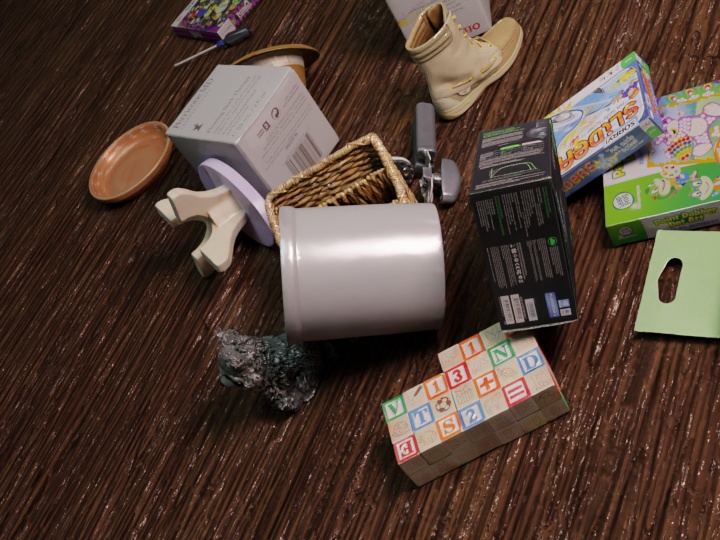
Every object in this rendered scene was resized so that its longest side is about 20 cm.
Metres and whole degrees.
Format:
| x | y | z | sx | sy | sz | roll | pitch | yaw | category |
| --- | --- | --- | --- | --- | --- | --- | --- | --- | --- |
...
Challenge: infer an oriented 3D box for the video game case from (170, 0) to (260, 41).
| x | y | z | sx | sy | sz | roll | pitch | yaw | category |
| --- | --- | --- | --- | --- | --- | --- | --- | --- | --- |
| -0.313 | -0.593 | 2.028 | 0.198 | 0.036 | 0.183 | 22 | 70 | 44 | video game case |

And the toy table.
| x | y | z | sx | sy | sz | roll | pitch | yaw | category |
| --- | --- | --- | --- | --- | --- | --- | --- | --- | --- |
| -0.228 | -0.083 | 1.427 | 0.117 | 0.186 | 0.199 | -38 | 43 | -20 | toy table |

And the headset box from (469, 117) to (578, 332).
| x | y | z | sx | sy | sz | roll | pitch | yaw | category |
| --- | --- | --- | --- | --- | --- | --- | --- | --- | --- |
| 0.193 | -0.060 | 1.053 | 0.091 | 0.177 | 0.201 | -9 | 25 | 16 | headset box |

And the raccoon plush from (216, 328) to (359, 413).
| x | y | z | sx | sy | sz | roll | pitch | yaw | category |
| --- | --- | --- | --- | --- | --- | --- | --- | --- | --- |
| -0.103 | 0.090 | 1.203 | 0.201 | 0.134 | 0.096 | -49 | 42 | -12 | raccoon plush |

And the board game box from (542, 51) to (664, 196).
| x | y | z | sx | sy | sz | roll | pitch | yaw | category |
| --- | --- | --- | --- | --- | --- | --- | --- | --- | --- |
| 0.293 | -0.176 | 1.178 | 0.199 | 0.034 | 0.137 | -36 | 34 | 35 | board game box |

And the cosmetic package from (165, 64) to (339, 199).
| x | y | z | sx | sy | sz | roll | pitch | yaw | category |
| --- | --- | --- | --- | --- | --- | --- | --- | --- | --- |
| -0.180 | -0.224 | 1.511 | 0.198 | 0.167 | 0.169 | 13 | 62 | 43 | cosmetic package |

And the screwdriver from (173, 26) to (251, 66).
| x | y | z | sx | sy | sz | roll | pitch | yaw | category |
| --- | --- | --- | --- | --- | --- | --- | --- | --- | --- |
| -0.320 | -0.474 | 1.931 | 0.196 | 0.028 | 0.029 | -20 | 16 | 16 | screwdriver |

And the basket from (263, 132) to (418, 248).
| x | y | z | sx | sy | sz | roll | pitch | yaw | category |
| --- | --- | --- | --- | --- | --- | --- | --- | --- | --- |
| -0.019 | -0.062 | 1.268 | 0.197 | 0.150 | 0.144 | -26 | 42 | 12 | basket |

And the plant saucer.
| x | y | z | sx | sy | sz | roll | pitch | yaw | category |
| --- | --- | --- | --- | --- | --- | --- | --- | --- | --- |
| -0.448 | -0.208 | 1.786 | 0.197 | 0.038 | 0.203 | -19 | 46 | 21 | plant saucer |

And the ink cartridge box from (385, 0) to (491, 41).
| x | y | z | sx | sy | sz | roll | pitch | yaw | category |
| --- | --- | --- | --- | --- | --- | --- | --- | --- | --- |
| 0.118 | -0.491 | 1.509 | 0.143 | 0.201 | 0.147 | -17 | 43 | 21 | ink cartridge box |

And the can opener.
| x | y | z | sx | sy | sz | roll | pitch | yaw | category |
| --- | --- | --- | --- | --- | --- | --- | --- | --- | --- |
| 0.113 | -0.171 | 1.356 | 0.065 | 0.054 | 0.203 | 4 | 49 | -3 | can opener |

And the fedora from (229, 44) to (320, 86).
| x | y | z | sx | sy | sz | roll | pitch | yaw | category |
| --- | --- | --- | --- | --- | --- | --- | --- | --- | --- |
| -0.157 | -0.337 | 1.631 | 0.197 | 0.200 | 0.084 | -17 | 85 | 22 | fedora |

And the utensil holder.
| x | y | z | sx | sy | sz | roll | pitch | yaw | category |
| --- | --- | --- | --- | --- | --- | --- | --- | --- | --- |
| 0.000 | 0.000 | 1.138 | 0.195 | 0.172 | 0.172 | -4 | 46 | -2 | utensil holder |

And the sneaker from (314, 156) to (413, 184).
| x | y | z | sx | sy | sz | roll | pitch | yaw | category |
| --- | --- | --- | --- | --- | --- | --- | --- | --- | --- |
| -0.013 | -0.129 | 1.384 | 0.197 | 0.072 | 0.073 | -22 | 36 | 14 | sneaker |

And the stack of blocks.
| x | y | z | sx | sy | sz | roll | pitch | yaw | category |
| --- | --- | --- | --- | --- | --- | --- | --- | --- | --- |
| 0.127 | 0.148 | 1.047 | 0.197 | 0.059 | 0.116 | -29 | 42 | 11 | stack of blocks |

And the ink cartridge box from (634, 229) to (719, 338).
| x | y | z | sx | sy | sz | roll | pitch | yaw | category |
| --- | --- | --- | --- | --- | --- | --- | --- | --- | --- |
| 0.405 | 0.004 | 0.977 | 0.196 | 0.048 | 0.147 | 5 | 58 | 31 | ink cartridge box |

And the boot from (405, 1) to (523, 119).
| x | y | z | sx | sy | sz | roll | pitch | yaw | category |
| --- | --- | --- | --- | --- | --- | --- | --- | --- | --- |
| 0.161 | -0.355 | 1.390 | 0.200 | 0.156 | 0.072 | -47 | 42 | -10 | boot |

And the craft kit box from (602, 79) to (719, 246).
| x | y | z | sx | sy | sz | roll | pitch | yaw | category |
| --- | --- | --- | --- | --- | --- | --- | --- | --- | --- |
| 0.399 | -0.139 | 1.118 | 0.194 | 0.049 | 0.203 | -16 | 46 | 28 | craft kit box |
